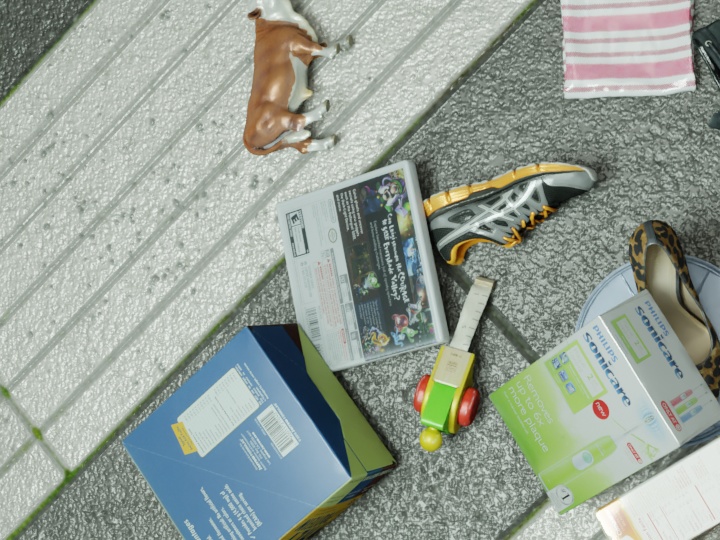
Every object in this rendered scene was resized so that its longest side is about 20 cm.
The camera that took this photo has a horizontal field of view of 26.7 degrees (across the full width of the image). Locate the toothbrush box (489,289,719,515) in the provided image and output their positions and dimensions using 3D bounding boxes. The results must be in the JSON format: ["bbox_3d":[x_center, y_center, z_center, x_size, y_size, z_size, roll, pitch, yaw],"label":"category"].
[{"bbox_3d":[0.243,0.135,1.522,0.147,0.086,0.200,59,139,9],"label":"toothbrush box"}]

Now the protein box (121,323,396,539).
[{"bbox_3d":[-0.109,0.198,1.636,0.200,0.135,0.199,-42,75,17],"label":"protein box"}]

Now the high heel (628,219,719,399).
[{"bbox_3d":[0.311,0.052,1.503,0.071,0.142,0.203,-17,81,13],"label":"high heel"}]

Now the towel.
[{"bbox_3d":[0.286,-0.287,1.636,0.144,0.030,0.203,-3,84,17],"label":"towel"}]

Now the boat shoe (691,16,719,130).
[{"bbox_3d":[0.389,-0.169,1.568,0.065,0.075,0.202,-13,78,7],"label":"boat shoe"}]

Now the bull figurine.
[{"bbox_3d":[-0.079,-0.227,1.717,0.120,0.065,0.203,6,87,20],"label":"bull figurine"}]

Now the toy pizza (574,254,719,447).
[{"bbox_3d":[0.322,0.084,1.589,0.197,0.032,0.203,-1,85,16],"label":"toy pizza"}]

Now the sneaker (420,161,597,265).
[{"bbox_3d":[0.164,-0.065,1.630,0.198,0.078,0.078,-18,79,25],"label":"sneaker"}]

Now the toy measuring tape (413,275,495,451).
[{"bbox_3d":[0.106,0.107,1.645,0.073,0.074,0.202,15,67,17],"label":"toy measuring tape"}]

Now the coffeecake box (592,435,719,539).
[{"bbox_3d":[0.341,0.218,1.506,0.199,0.153,0.074,-33,77,11],"label":"coffeecake box"}]

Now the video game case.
[{"bbox_3d":[0.000,0.000,1.672,0.180,0.023,0.203,-16,80,31],"label":"video game case"}]
